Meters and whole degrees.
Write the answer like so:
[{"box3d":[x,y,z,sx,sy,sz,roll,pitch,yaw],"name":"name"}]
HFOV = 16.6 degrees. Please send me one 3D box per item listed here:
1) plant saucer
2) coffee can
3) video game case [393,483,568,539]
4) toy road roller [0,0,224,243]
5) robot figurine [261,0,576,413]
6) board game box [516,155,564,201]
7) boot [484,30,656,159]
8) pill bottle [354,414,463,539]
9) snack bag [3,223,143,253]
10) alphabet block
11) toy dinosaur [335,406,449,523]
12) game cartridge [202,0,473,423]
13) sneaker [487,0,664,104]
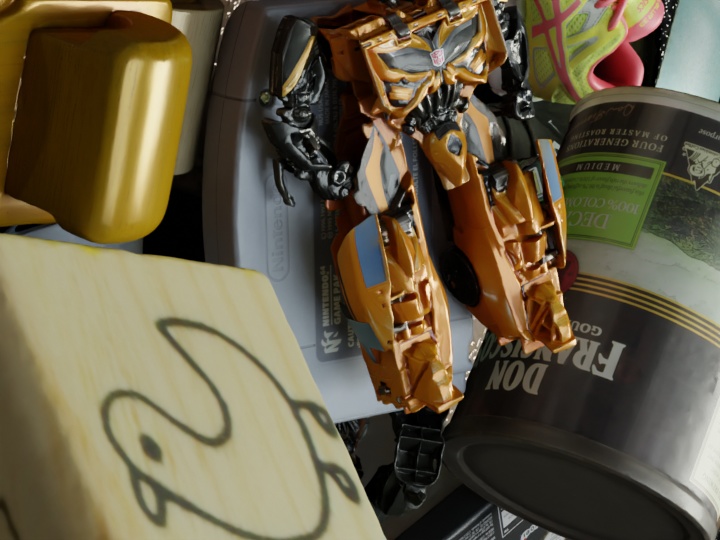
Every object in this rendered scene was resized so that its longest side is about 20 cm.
[{"box3d":[0.186,-0.085,1.447,0.201,0.039,0.202,14,90,-83],"name":"plant saucer"},{"box3d":[0.142,0.028,1.264,0.146,0.146,0.200,49,58,-52],"name":"coffee can"},{"box3d":[0.050,0.202,1.343,0.200,0.025,0.181,-37,136,-28],"name":"video game case"},{"box3d":[-0.114,-0.072,1.046,0.200,0.146,0.123,-8,115,-51],"name":"toy road roller"},{"box3d":[0.034,-0.045,1.117,0.145,0.058,0.201,-26,114,-28],"name":"robot figurine"},{"box3d":[0.000,0.000,1.245,0.200,0.105,0.024,-32,99,-24],"name":"board game box"},{"box3d":[0.095,-0.089,1.374,0.130,0.068,0.201,1,99,-47],"name":"boot"},{"box3d":[0.028,0.173,1.403,0.104,0.104,0.200,-47,140,-26],"name":"pill bottle"},{"box3d":[-0.175,0.063,1.149,0.200,0.021,0.189,-22,125,-45],"name":"snack bag"},{"box3d":[-0.121,0.125,1.004,0.196,0.200,0.195,-37,156,25],"name":"alphabet block"},{"box3d":[-0.013,0.112,1.242,0.102,0.200,0.136,-22,155,-31],"name":"toy dinosaur"},{"box3d":[-0.009,-0.030,1.149,0.133,0.042,0.201,-8,104,-28],"name":"game cartridge"},{"box3d":[0.113,-0.156,1.252,0.078,0.090,0.200,-58,158,-28],"name":"sneaker"}]
